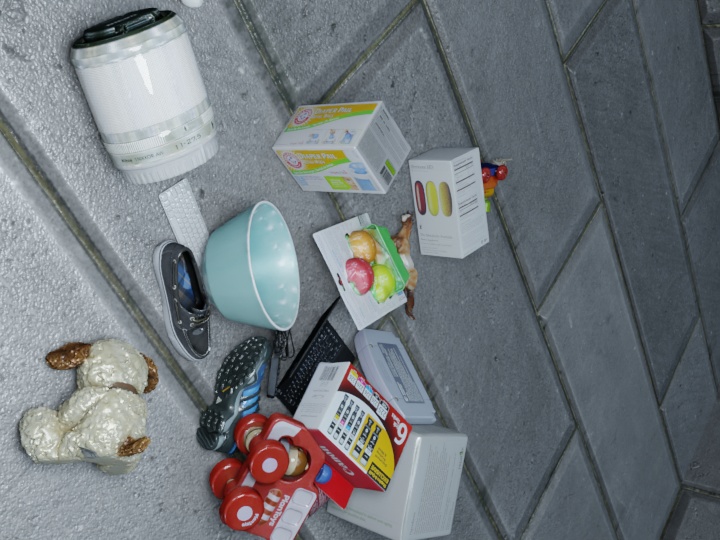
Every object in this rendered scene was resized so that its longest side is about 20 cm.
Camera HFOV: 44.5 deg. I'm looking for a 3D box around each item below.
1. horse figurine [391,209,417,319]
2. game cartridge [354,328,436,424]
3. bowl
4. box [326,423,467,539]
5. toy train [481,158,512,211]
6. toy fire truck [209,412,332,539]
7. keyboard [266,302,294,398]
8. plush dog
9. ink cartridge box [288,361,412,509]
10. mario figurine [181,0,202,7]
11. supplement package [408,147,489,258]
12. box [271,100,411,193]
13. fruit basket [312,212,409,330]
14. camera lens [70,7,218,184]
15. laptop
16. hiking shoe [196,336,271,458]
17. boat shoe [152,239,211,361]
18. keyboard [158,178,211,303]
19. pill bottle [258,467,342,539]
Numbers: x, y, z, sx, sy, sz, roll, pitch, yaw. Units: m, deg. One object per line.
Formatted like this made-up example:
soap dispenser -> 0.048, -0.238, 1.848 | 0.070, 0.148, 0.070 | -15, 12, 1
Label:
horse figurine -> 0.081, -0.007, 1.755 | 0.132, 0.049, 0.205 | -31, 112, -62
game cartridge -> 0.063, 0.205, 1.698 | 0.132, 0.042, 0.202 | 8, 47, -47
bowl -> -0.177, 0.001, 1.382 | 0.200, 0.103, 0.206 | -11, 90, -74
box -> 0.071, 0.390, 1.697 | 0.170, 0.196, 0.205 | 13, 87, -49
toy train -> 0.282, -0.184, 1.960 | 0.198, 0.084, 0.118 | -14, 116, -48
toy fire truck -> -0.135, 0.332, 1.401 | 0.166, 0.112, 0.203 | 28, 95, -29
keyboard -> -0.129, 0.119, 1.498 | 0.104, 0.039, 0.205 | -167, -96, -86
plush dog -> -0.350, 0.178, 1.221 | 0.199, 0.158, 0.176 | 25, 54, -48
ink cartridge box -> -0.022, 0.289, 1.513 | 0.200, 0.083, 0.178 | 47, 55, -31
mario figurine -> -0.255, -0.472, 1.290 | 0.198, 0.107, 0.124 | 31, 108, -37
supplement package -> 0.183, -0.142, 1.817 | 0.109, 0.112, 0.205 | -28, 116, -45
box -> -0.034, -0.206, 1.479 | 0.113, 0.197, 0.102 | 52, 58, -38
fruit basket -> 0.000, 0.000, 1.605 | 0.199, 0.093, 0.188 | -27, 90, -52
camera lens -> -0.290, -0.240, 1.197 | 0.159, 0.158, 0.204 | -39, 124, -39
laptop -> -0.065, 0.172, 1.575 | 0.179, 0.102, 0.201 | -56, 131, -27
hiking shoe -> -0.197, 0.206, 1.455 | 0.086, 0.074, 0.203 | 36, 79, -51
boat shoe -> -0.260, 0.051, 1.351 | 0.069, 0.065, 0.205 | -28, 116, -44
keyboard -> -0.259, -0.041, 1.381 | 0.056, 0.011, 0.203 | -41, 125, -39
pill bottle -> -0.110, 0.379, 1.549 | 0.199, 0.108, 0.112 | -32, 119, -43
